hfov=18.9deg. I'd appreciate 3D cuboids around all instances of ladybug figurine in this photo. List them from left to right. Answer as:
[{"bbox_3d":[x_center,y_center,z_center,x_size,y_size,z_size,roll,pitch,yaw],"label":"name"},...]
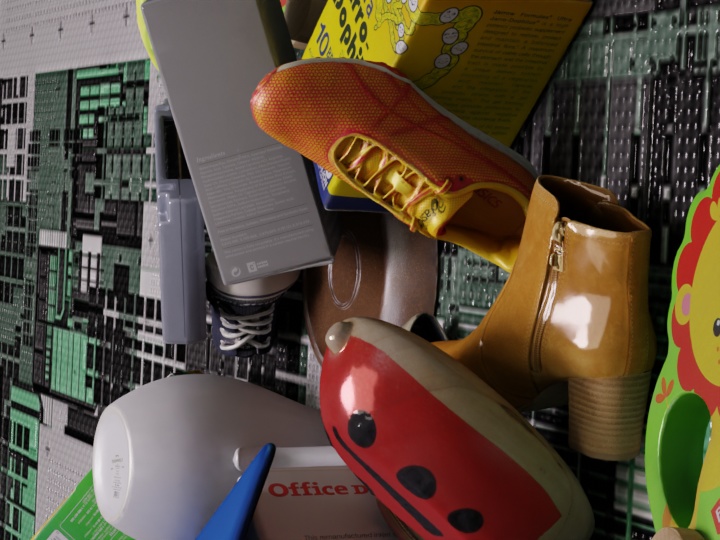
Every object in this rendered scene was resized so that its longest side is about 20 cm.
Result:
[{"bbox_3d":[0.046,0.106,1.227,0.072,0.200,0.136,-52,15,-19],"label":"ladybug figurine"}]

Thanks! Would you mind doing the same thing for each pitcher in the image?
[{"bbox_3d":[-0.069,0.130,1.475,0.171,0.198,0.122,159,111,-63],"label":"pitcher"}]

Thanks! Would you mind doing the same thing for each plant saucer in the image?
[{"bbox_3d":[0.000,0.000,1.536,0.200,0.032,0.202,-179,90,-66],"label":"plant saucer"}]

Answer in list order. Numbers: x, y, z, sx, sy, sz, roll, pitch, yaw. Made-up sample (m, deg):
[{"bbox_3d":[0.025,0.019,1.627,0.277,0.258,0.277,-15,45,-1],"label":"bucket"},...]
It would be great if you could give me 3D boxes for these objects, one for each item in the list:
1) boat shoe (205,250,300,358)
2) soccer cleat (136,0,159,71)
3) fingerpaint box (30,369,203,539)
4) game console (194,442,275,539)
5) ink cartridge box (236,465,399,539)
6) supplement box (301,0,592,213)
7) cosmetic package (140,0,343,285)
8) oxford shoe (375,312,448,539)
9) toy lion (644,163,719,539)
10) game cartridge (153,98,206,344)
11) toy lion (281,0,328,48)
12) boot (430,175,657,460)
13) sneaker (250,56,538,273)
[{"bbox_3d":[-0.083,0.027,1.649,0.200,0.074,0.094,-100,10,-80],"label":"boat shoe"},{"bbox_3d":[-0.132,-0.176,1.697,0.084,0.064,0.200,57,180,39],"label":"soccer cleat"},{"bbox_3d":[-0.173,0.176,1.674,0.200,0.073,0.167,-50,-3,0],"label":"fingerpaint box"},{"bbox_3d":[-0.070,0.235,1.331,0.171,0.118,0.200,51,148,10],"label":"game console"},{"bbox_3d":[0.005,0.223,1.361,0.201,0.144,0.084,-113,32,-45],"label":"ink cartridge box"},{"bbox_3d":[0.045,-0.140,1.345,0.201,0.109,0.109,118,145,-44],"label":"supplement box"},{"bbox_3d":[-0.078,-0.103,1.464,0.107,0.089,0.202,-77,-26,-74],"label":"cosmetic package"},{"bbox_3d":[0.047,0.110,1.369,0.201,0.070,0.074,-113,37,-44],"label":"oxford shoe"},{"bbox_3d":[0.190,0.048,1.066,0.193,0.068,0.201,-101,25,-42],"label":"toy lion"},{"bbox_3d":[-0.136,-0.032,1.619,0.200,0.040,0.134,-103,16,-63],"label":"game cartridge"},{"bbox_3d":[-0.032,-0.262,1.586,0.200,0.068,0.194,21,99,65],"label":"toy lion"},{"bbox_3d":[0.101,0.016,1.243,0.201,0.070,0.145,19,113,54],"label":"boot"},{"bbox_3d":[0.028,-0.065,1.268,0.073,0.199,0.077,-57,19,31],"label":"sneaker"}]
